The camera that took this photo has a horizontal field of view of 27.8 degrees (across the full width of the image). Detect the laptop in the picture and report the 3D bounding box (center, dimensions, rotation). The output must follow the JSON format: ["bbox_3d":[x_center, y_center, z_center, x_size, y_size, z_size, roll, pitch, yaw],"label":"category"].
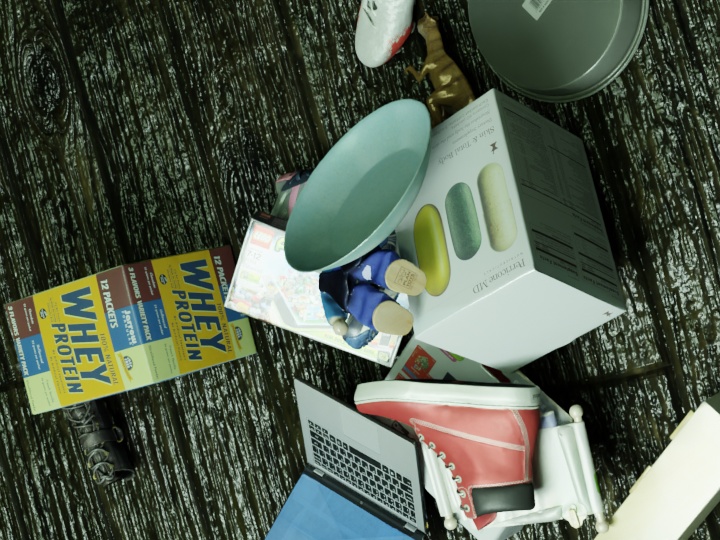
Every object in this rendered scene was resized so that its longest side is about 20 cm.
[{"bbox_3d":[-0.032,0.253,1.567,0.186,0.116,0.202,24,135,39],"label":"laptop"}]

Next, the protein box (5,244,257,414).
[{"bbox_3d":[-0.267,0.069,1.710,0.198,0.198,0.136,-16,88,34],"label":"protein box"}]

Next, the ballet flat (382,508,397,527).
[{"bbox_3d":[-0.014,0.305,1.653,0.199,0.064,0.076,-30,89,34],"label":"ballet flat"}]

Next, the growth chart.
[{"bbox_3d":[0.147,0.193,1.457,0.198,0.018,0.147,-8,91,33],"label":"growth chart"}]

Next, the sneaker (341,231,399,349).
[{"bbox_3d":[0.009,-0.007,1.521,0.084,0.201,0.077,23,145,0],"label":"sneaker"}]

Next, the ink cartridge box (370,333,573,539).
[{"bbox_3d":[0.125,0.154,1.526,0.200,0.084,0.176,43,116,21],"label":"ink cartridge box"}]

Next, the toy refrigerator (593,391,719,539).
[{"bbox_3d":[0.311,0.211,1.414,0.070,0.076,0.201,43,119,21],"label":"toy refrigerator"}]

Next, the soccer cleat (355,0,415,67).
[{"bbox_3d":[0.033,-0.307,1.520,0.068,0.085,0.201,37,115,24],"label":"soccer cleat"}]

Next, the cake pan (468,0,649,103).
[{"bbox_3d":[0.189,-0.268,1.449,0.198,0.037,0.203,6,100,34],"label":"cake pan"}]

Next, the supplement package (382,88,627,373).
[{"bbox_3d":[0.137,-0.035,1.410,0.151,0.150,0.202,-31,54,33],"label":"supplement package"}]

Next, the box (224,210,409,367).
[{"bbox_3d":[-0.040,0.020,1.597,0.198,0.035,0.111,19,110,2],"label":"box"}]

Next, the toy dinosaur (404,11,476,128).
[{"bbox_3d":[0.098,-0.178,1.509,0.106,0.060,0.201,-44,72,30],"label":"toy dinosaur"}]

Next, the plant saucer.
[{"bbox_3d":[0.007,-0.073,1.394,0.039,0.202,0.200,37,121,-27],"label":"plant saucer"}]

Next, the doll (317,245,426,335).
[{"bbox_3d":[0.000,0.000,1.418,0.200,0.048,0.138,26,99,63],"label":"doll"}]

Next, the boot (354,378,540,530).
[{"bbox_3d":[0.081,0.181,1.444,0.198,0.072,0.146,3,91,28],"label":"boot"}]

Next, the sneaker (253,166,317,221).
[{"bbox_3d":[-0.053,-0.093,1.619,0.082,0.070,0.200,48,119,14],"label":"sneaker"}]

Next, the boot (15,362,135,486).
[{"bbox_3d":[-0.340,0.182,1.797,0.069,0.200,0.176,-27,74,8],"label":"boot"}]
